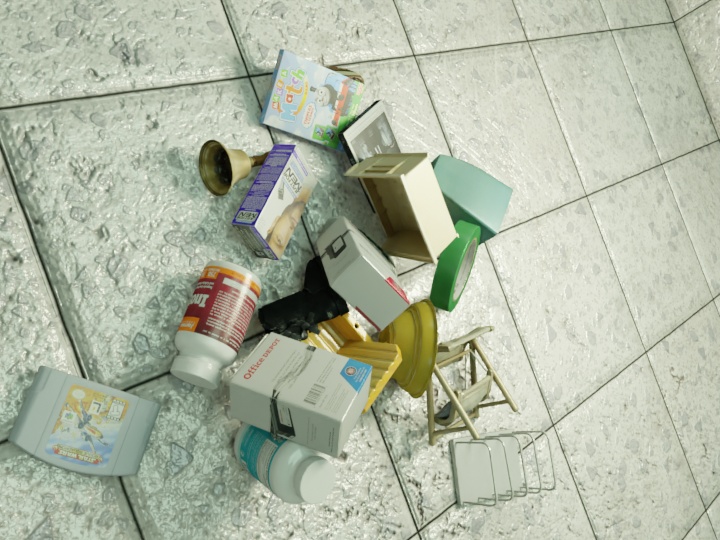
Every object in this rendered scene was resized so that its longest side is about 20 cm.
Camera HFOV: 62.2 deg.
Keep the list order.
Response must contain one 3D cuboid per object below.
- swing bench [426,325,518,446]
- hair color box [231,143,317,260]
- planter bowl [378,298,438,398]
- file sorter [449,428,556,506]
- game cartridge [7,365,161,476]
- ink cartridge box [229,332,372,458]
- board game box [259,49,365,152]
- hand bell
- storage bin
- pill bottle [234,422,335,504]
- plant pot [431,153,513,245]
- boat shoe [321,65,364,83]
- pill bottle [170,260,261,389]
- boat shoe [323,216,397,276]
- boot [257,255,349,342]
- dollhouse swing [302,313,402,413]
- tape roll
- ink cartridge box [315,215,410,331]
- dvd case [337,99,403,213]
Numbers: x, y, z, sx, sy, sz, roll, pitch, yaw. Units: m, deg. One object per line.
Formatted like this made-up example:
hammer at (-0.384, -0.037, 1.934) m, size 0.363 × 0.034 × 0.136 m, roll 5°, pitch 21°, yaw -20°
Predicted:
swing bench at (0.220, 0.242, 1.291) m, size 0.197 × 0.129 × 0.204 m, roll -11°, pitch 81°, yaw -48°
hair color box at (-0.163, -0.135, 1.168) m, size 0.203 × 0.064 × 0.110 m, roll -67°, pitch 148°, yaw -25°
planter bowl at (0.085, 0.153, 1.218) m, size 0.082 × 0.200 × 0.205 m, roll 9°, pitch 72°, yaw -14°
file sorter at (0.319, 0.435, 1.328) m, size 0.197 × 0.124 × 0.142 m, roll 1°, pitch 76°, yaw -32°
game cartridge at (-0.429, 0.246, 0.938) m, size 0.198 × 0.041 × 0.136 m, roll 26°, pitch 61°, yaw -26°
ink cartridge box at (-0.097, 0.199, 0.988) m, size 0.196 × 0.086 × 0.145 m, roll 17°, pitch 33°, yaw 15°
board game box at (-0.100, -0.356, 1.270) m, size 0.197 × 0.037 × 0.154 m, roll 13°, pitch 102°, yaw -29°
hand bell at (-0.210, -0.215, 1.187) m, size 0.198 × 0.103 × 0.106 m, roll -22°, pitch 90°, yaw -48°
storage bin at (0.081, -0.134, 1.246) m, size 0.094 × 0.197 × 0.202 m, roll -41°, pitch 121°, yaw -26°
pill bottle at (-0.125, 0.318, 1.007) m, size 0.109 × 0.198 × 0.113 m, roll -7°, pitch 101°, yaw -37°
plant pot at (0.231, -0.172, 1.425) m, size 0.198 × 0.141 × 0.143 m, roll 35°, pitch 61°, yaw -12°
boat shoe at (-0.094, -0.420, 1.325) m, size 0.198 × 0.076 × 0.075 m, roll -2°, pitch 41°, yaw -25°
pill bottle at (-0.254, 0.095, 1.045) m, size 0.112 × 0.112 × 0.203 m, roll 28°, pitch 63°, yaw -24°
boat shoe at (-0.001, -0.045, 1.284) m, size 0.200 × 0.071 × 0.064 m, roll 43°, pitch 22°, yaw -16°
boot at (-0.120, 0.058, 1.149) m, size 0.160 × 0.199 × 0.074 m, roll -24°, pitch 124°, yaw -7°
dollhouse swing at (-0.056, 0.157, 1.123) m, size 0.182 × 0.175 × 0.200 m, roll 49°, pitch 58°, yaw -12°
tape roll at (0.214, -0.009, 1.341) m, size 0.047 × 0.202 × 0.202 m, roll 19°, pitch 59°, yaw 17°
ink cartridge box at (0.000, 0.000, 1.145) m, size 0.083 × 0.201 × 0.145 m, roll -42°, pitch 117°, yaw 9°
dvd case at (0.038, -0.256, 1.346) m, size 0.151 × 0.024 × 0.202 m, roll -47°, pitch 123°, yaw -33°
